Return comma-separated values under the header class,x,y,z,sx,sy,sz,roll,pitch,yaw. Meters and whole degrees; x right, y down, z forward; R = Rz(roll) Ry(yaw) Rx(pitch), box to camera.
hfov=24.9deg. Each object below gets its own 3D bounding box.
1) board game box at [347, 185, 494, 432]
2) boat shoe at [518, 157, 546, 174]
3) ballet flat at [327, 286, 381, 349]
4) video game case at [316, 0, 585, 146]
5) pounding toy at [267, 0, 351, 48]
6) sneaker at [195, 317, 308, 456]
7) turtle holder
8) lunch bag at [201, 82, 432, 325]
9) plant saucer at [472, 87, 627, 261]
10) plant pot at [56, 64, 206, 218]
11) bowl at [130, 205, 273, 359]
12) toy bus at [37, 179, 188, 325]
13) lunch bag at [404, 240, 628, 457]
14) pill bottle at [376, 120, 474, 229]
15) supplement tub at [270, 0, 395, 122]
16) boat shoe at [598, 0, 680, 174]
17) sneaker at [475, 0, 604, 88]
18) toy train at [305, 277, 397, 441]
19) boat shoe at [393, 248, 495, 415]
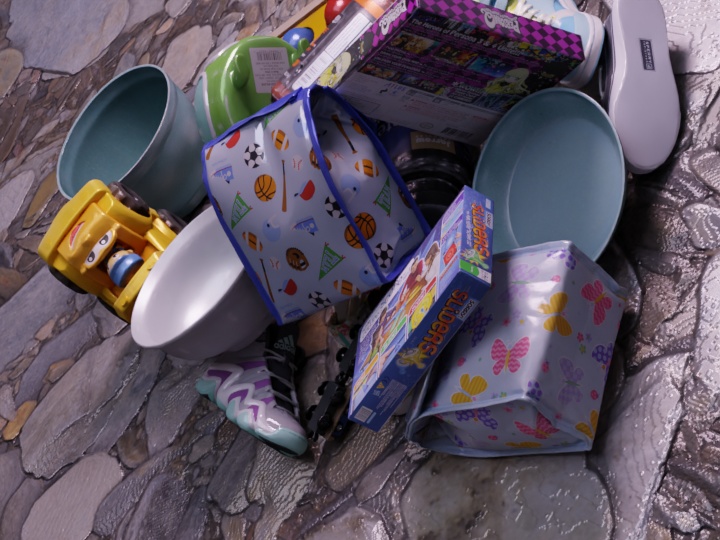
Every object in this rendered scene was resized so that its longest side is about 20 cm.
class,x,y,z,sx,sy,sz,roll,pitch,yaw
board game box,0.055,0.036,1.496,0.200,0.034,0.136,-55,16,34
boat shoe,0.164,-0.165,1.706,0.072,0.060,0.202,-37,40,19
ballet flat,0.000,0.000,1.743,0.075,0.064,0.201,-26,44,31
video game case,0.086,-0.196,1.591,0.181,0.199,0.036,-38,49,48
pounding toy,-0.016,-0.244,1.887,0.184,0.142,0.201,-34,41,23
sneaker,-0.090,0.106,1.740,0.140,0.078,0.200,-56,38,-3
turtle holder,-0.108,-0.162,1.799,0.131,0.186,0.141,-13,25,51
lunch bag,-0.050,-0.073,1.620,0.170,0.201,0.124,-25,12,40
plant saucer,0.190,-0.076,1.589,0.199,0.036,0.201,-11,76,48
plant pot,-0.269,-0.141,2.073,0.200,0.134,0.201,-27,44,30
bowl,-0.148,0.024,1.756,0.201,0.090,0.202,-36,30,24
toy bus,-0.248,0.012,1.889,0.136,0.200,0.192,-50,45,6
lunch bag,0.126,0.077,1.505,0.199,0.127,0.170,-11,52,48
pill bottle,0.064,-0.113,1.727,0.112,0.112,0.201,-30,43,26
supplement tub,0.007,-0.221,1.695,0.200,0.107,0.107,-47,38,2
boat shoe,0.266,-0.180,1.613,0.068,0.071,0.201,127,145,-62
sneaker,0.168,-0.249,1.679,0.200,0.130,0.080,-115,41,-68
toy train,0.002,0.088,1.670,0.034,0.046,0.201,31,93,47
boat shoe,0.063,0.046,1.637,0.200,0.068,0.072,-54,38,-1
